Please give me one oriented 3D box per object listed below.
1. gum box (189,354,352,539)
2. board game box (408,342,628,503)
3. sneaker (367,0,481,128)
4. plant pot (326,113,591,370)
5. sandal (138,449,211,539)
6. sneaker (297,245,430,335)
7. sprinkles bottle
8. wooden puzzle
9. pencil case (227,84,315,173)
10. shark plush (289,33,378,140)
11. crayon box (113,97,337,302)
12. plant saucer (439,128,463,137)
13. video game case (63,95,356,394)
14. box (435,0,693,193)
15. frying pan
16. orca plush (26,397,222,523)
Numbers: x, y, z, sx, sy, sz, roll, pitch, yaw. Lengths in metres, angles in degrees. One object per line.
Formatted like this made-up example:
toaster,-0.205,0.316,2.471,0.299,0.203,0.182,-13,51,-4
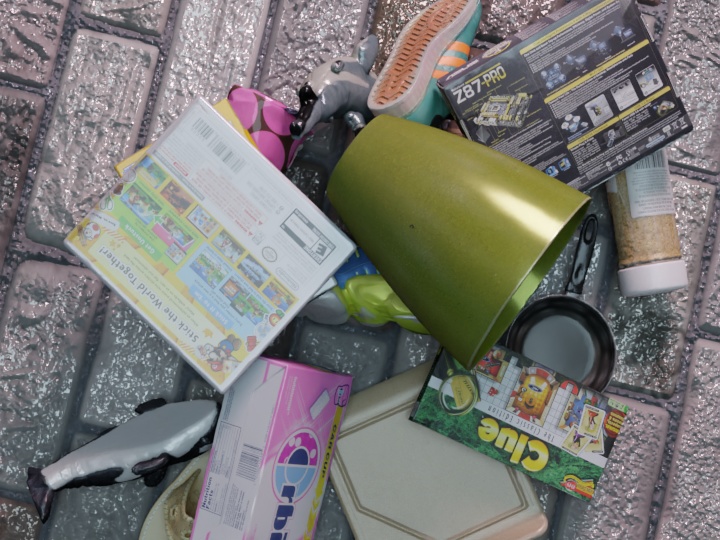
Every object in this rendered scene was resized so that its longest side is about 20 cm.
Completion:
gum box,-0.085,0.185,1.229,0.066,0.113,0.202,13,88,34
board game box,0.156,0.139,1.268,0.198,0.023,0.106,25,86,-9
sneaker,0.074,-0.195,1.288,0.080,0.071,0.201,57,49,-33
plant pot,0.073,-0.045,1.168,0.199,0.187,0.188,36,85,11
sandal,-0.157,0.227,1.256,0.077,0.070,0.213,31,85,0
sneaker,0.000,0.000,1.288,0.198,0.076,0.106,11,73,-9
sprinkles bottle,0.281,-0.077,1.303,0.067,0.068,0.203,-8,86,-4
wooden puzzle,0.067,0.201,1.291,0.183,0.037,0.202,-23,83,-4
pencil case,-0.129,-0.080,1.276,0.093,0.091,0.201,32,86,-28
shark plush,-0.010,-0.163,1.236,0.091,0.200,0.084,-36,92,18
crayon box,-0.124,-0.040,1.207,0.125,0.052,0.201,-31,91,-3
plant saucer,0.104,-0.050,1.279,0.198,0.029,0.203,6,72,-17
video game case,-0.135,-0.023,1.170,0.200,0.023,0.182,43,87,-2
box,0.194,-0.156,1.230,0.199,0.049,0.162,-30,109,3
frying pan,0.195,0.045,1.308,0.113,0.031,0.192,-7,83,-6
orca plush,-0.217,0.194,1.256,0.199,0.105,0.072,-30,122,-14
